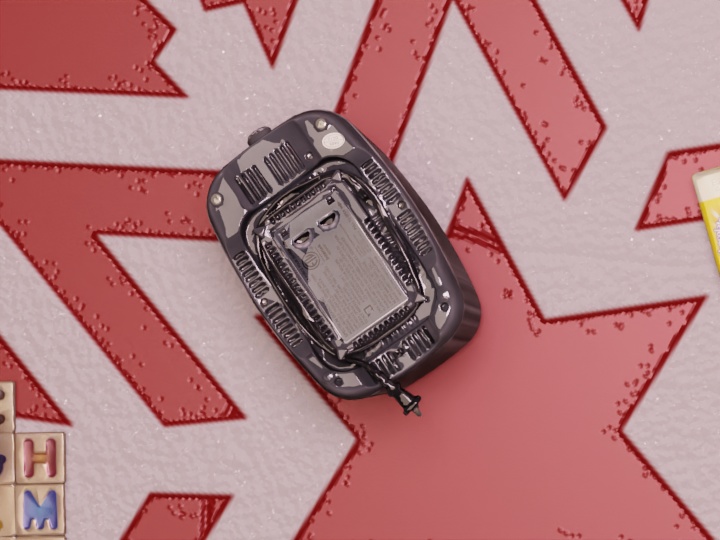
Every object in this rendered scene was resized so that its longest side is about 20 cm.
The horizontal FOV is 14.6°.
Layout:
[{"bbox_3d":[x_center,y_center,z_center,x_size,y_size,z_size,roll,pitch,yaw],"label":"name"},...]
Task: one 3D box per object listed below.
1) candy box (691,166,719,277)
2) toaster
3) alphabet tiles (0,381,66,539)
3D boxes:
[{"bbox_3d":[0.277,0.024,1.709,0.102,0.026,0.200,-16,84,13],"label":"candy box"},{"bbox_3d":[0.000,0.000,1.713,0.114,0.129,0.200,-37,80,8],"label":"toaster"},{"bbox_3d":[-0.270,0.173,1.822,0.166,0.006,0.200,-2,87,12],"label":"alphabet tiles"}]
